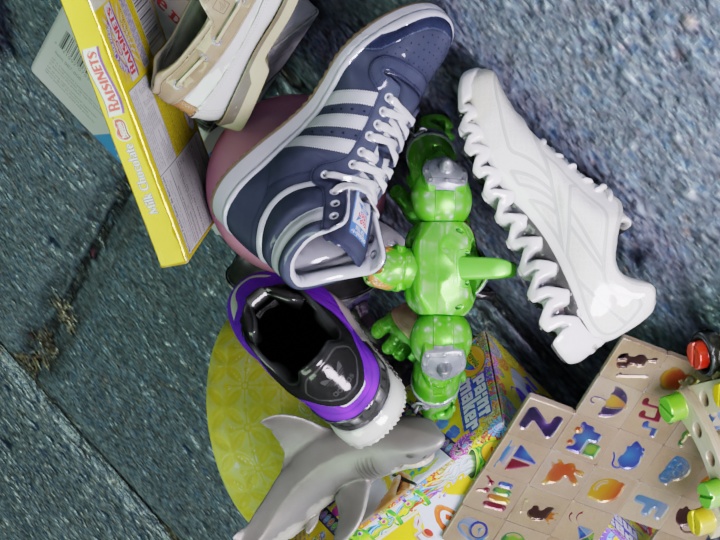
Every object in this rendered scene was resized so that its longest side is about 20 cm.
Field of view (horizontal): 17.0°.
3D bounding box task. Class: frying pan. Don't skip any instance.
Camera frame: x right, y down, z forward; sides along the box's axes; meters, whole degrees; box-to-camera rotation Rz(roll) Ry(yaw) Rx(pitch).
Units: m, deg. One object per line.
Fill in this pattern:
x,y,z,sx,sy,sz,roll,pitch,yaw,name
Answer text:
-0.010,0.005,1.742,0.190,0.115,0.031,12,114,29,frying pan

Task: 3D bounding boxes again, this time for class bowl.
-0.022,0.111,1.900,0.108,0.200,0.200,-11,121,31,bowl

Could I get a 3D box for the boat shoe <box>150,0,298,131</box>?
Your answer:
-0.079,-0.185,1.560,0.075,0.068,0.200,-103,31,-60,boat shoe

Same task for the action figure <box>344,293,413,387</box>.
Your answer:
0.026,0.076,1.812,0.200,0.130,0.069,45,124,16,action figure

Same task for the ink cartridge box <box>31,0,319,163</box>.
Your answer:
-0.136,-0.165,1.728,0.145,0.084,0.200,46,144,4,ink cartridge box

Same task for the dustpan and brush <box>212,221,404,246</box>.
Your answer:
-0.045,-0.051,1.840,0.200,0.057,0.140,36,146,40,dustpan and brush

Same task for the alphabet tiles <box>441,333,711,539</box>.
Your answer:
0.171,0.133,1.603,0.167,0.008,0.200,20,121,-15,alphabet tiles

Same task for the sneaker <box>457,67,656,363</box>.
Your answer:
0.123,-0.044,1.545,0.200,0.081,0.075,65,-171,4,sneaker

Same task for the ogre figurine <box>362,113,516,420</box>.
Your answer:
0.051,-0.004,1.591,0.098,0.200,0.120,19,178,-2,ogre figurine

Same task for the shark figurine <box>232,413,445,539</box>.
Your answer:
-0.050,0.147,1.641,0.090,0.214,0.128,47,-176,-23,shark figurine

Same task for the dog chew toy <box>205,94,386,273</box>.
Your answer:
-0.038,-0.060,1.695,0.125,0.125,0.200,47,-174,3,dog chew toy

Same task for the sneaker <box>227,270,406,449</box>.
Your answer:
-0.048,0.036,1.617,0.100,0.070,0.200,42,178,-37,sneaker

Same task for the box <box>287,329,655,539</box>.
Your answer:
0.083,0.188,1.711,0.200,0.193,0.122,46,-162,-25,box

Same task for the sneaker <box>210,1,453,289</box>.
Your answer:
0.003,-0.073,1.534,0.070,0.200,0.109,40,-172,-48,sneaker

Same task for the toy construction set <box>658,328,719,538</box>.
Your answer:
0.259,0.092,1.479,0.200,0.092,0.131,-20,83,55,toy construction set

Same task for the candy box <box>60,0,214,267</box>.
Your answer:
-0.145,-0.111,1.622,0.026,0.102,0.200,-12,110,20,candy box
